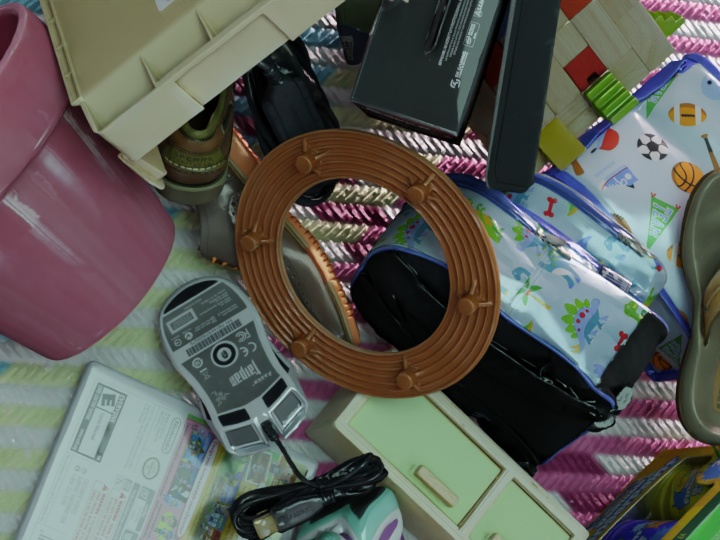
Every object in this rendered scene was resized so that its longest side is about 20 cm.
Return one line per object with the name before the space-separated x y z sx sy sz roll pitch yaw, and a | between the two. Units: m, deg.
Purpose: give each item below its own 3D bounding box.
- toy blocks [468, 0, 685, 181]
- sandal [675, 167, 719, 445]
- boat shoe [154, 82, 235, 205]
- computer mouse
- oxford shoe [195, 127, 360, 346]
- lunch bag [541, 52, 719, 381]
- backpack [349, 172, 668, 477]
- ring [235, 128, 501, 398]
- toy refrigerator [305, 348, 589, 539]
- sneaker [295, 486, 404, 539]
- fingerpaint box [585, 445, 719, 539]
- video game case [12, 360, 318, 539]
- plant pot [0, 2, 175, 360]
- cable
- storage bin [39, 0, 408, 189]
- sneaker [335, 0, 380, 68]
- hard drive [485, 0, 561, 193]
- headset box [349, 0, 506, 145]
toy blocks | 0.129 -0.167 1.496 0.200 0.100 0.137 -41 114 -1
sandal | 0.269 0.027 1.459 0.080 0.054 0.201 6 90 -14
boat shoe | -0.115 -0.139 1.409 0.072 0.068 0.200 -2 48 -13
computer mouse | -0.072 0.090 1.414 0.109 0.044 0.200 -30 64 -2
oxford shoe | -0.074 -0.017 1.457 0.073 0.071 0.200 -36 88 -5
lunch bag | 0.246 -0.041 1.545 0.170 0.124 0.200 -40 103 -20
backpack | 0.103 0.020 1.450 0.200 0.183 0.147 37 63 -3
ring | 0.000 0.000 1.371 0.201 0.200 0.019 54 39 -4
toy refrigerator | 0.064 0.153 1.469 0.200 0.070 0.076 44 69 -9
sneaker | -0.028 0.251 1.400 0.200 0.078 0.140 -29 106 -35
fingerpaint box | 0.215 0.212 1.462 0.200 0.167 0.073 -41 98 -21
video game case | -0.144 0.189 1.410 0.182 0.022 0.201 25 72 -14
plant pot | -0.228 -0.045 1.340 0.179 0.200 0.200 43 68 -25
cable | -0.060 -0.137 1.435 0.051 0.200 0.163 -22 52 5
storage bin | -0.094 -0.185 1.292 0.200 0.199 0.094 -36 137 14
sneaker | 0.068 -0.186 1.539 0.200 0.067 0.090 1 98 -28
hard drive | 0.110 -0.131 1.360 0.033 0.200 0.140 8 98 4
headset box | 0.054 -0.166 1.349 0.077 0.200 0.149 18 92 2
